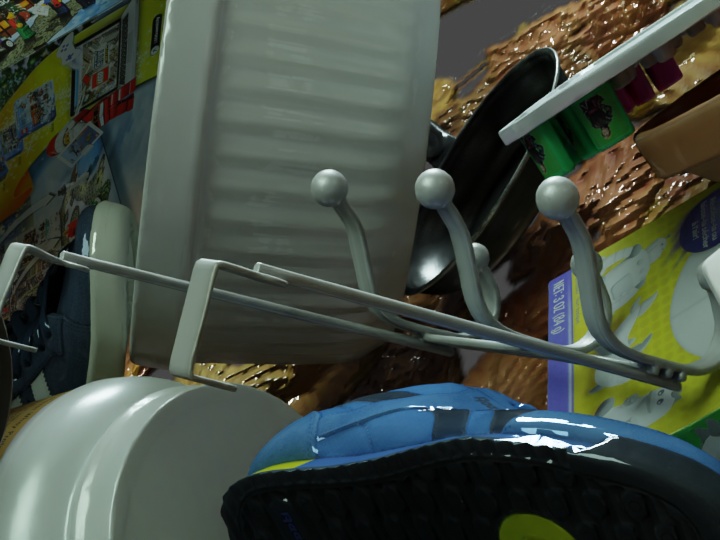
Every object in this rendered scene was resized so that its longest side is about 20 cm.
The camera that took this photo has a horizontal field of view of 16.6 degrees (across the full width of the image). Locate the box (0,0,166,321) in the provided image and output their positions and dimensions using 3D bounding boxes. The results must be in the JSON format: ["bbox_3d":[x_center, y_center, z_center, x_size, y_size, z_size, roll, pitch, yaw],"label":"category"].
[{"bbox_3d":[-0.146,-0.038,1.038,0.136,0.201,0.038,-34,64,-29],"label":"box"}]

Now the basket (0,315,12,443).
[{"bbox_3d":[-0.226,0.038,0.895,0.199,0.136,0.181,-3,41,48],"label":"basket"}]

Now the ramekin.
[{"bbox_3d":[-0.030,-0.055,0.995,0.200,0.104,0.202,-172,90,-87],"label":"ramekin"}]

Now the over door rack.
[{"bbox_3d":[0.000,0.000,0.785,0.147,0.199,0.067,4,92,58],"label":"over door rack"}]

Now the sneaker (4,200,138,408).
[{"bbox_3d":[-0.143,0.047,1.024,0.075,0.084,0.201,-85,11,-48],"label":"sneaker"}]

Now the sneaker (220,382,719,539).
[{"bbox_3d":[0.045,0.060,0.753,0.199,0.066,0.078,-6,26,46],"label":"sneaker"}]

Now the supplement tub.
[{"bbox_3d":[-0.108,0.119,0.914,0.199,0.144,0.145,-18,39,43],"label":"supplement tub"}]

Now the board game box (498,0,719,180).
[{"bbox_3d":[0.152,-0.103,0.864,0.199,0.026,0.200,-33,2,16],"label":"board game box"}]

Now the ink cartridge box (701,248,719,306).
[{"bbox_3d":[0.169,0.063,0.635,0.067,0.116,0.200,-38,30,13],"label":"ink cartridge box"}]

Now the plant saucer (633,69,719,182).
[{"bbox_3d":[0.180,-0.084,0.795,0.200,0.032,0.200,-33,3,2],"label":"plant saucer"}]

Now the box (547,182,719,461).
[{"bbox_3d":[0.151,0.006,0.809,0.199,0.048,0.118,-30,31,25],"label":"box"}]

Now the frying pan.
[{"bbox_3d":[0.039,-0.030,1.029,0.115,0.031,0.190,-64,13,-18],"label":"frying pan"}]
